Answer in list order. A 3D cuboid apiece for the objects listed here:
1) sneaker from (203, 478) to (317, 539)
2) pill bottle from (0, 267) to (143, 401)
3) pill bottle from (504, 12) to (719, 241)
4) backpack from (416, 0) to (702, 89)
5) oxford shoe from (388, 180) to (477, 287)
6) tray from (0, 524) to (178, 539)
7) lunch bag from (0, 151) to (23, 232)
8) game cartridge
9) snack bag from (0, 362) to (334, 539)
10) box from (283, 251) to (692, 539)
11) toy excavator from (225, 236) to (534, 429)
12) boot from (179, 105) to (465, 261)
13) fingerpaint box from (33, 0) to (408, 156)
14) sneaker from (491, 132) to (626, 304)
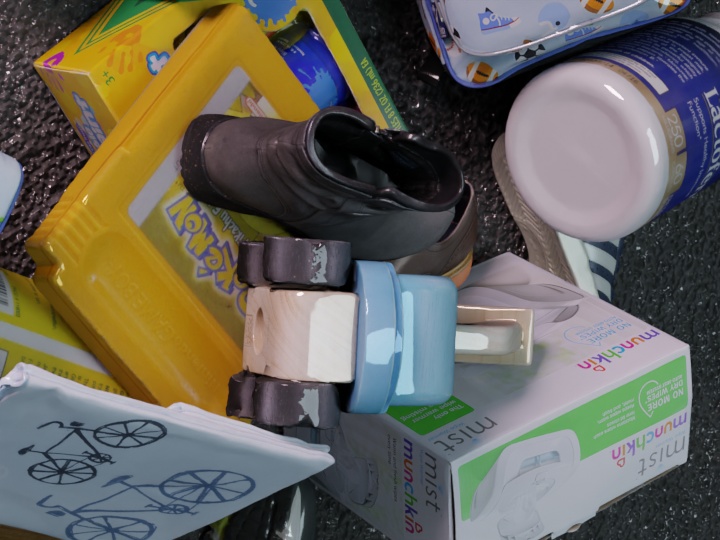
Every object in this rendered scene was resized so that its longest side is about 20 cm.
[{"bbox_3d":[-0.056,0.218,1.304,0.085,0.074,0.200,2,107,-43],"label":"sneaker"},{"bbox_3d":[-0.184,0.065,1.143,0.200,0.112,0.113,23,85,-37],"label":"pill bottle"},{"bbox_3d":[0.192,-0.101,1.324,0.200,0.116,0.116,-29,116,-47],"label":"pill bottle"},{"bbox_3d":[0.102,-0.224,1.259,0.200,0.154,0.191,-20,95,4],"label":"backpack"},{"bbox_3d":[0.000,0.000,1.275,0.200,0.071,0.073,-35,151,-40],"label":"oxford shoe"},{"bbox_3d":[-0.165,0.175,1.188,0.200,0.099,0.037,17,91,-37],"label":"tray"},{"bbox_3d":[-0.264,-0.014,1.013,0.082,0.200,0.161,36,78,-35],"label":"lunch bag"},{"bbox_3d":[-0.080,-0.019,1.140,0.176,0.032,0.200,53,56,-32],"label":"game cartridge"},{"bbox_3d":[-0.147,0.103,1.070,0.200,0.188,0.021,19,57,-36],"label":"snack bag"},{"bbox_3d":[0.079,0.090,1.296,0.200,0.176,0.097,-22,123,-31],"label":"box"},{"bbox_3d":[0.025,0.039,1.144,0.200,0.194,0.100,5,89,-15],"label":"toy excavator"},{"bbox_3d":[0.011,-0.043,1.116,0.200,0.132,0.070,8,85,-44],"label":"boot"},{"bbox_3d":[-0.071,-0.088,1.220,0.167,0.073,0.200,-42,120,-23],"label":"fingerpaint box"},{"bbox_3d":[0.159,-0.017,1.404,0.084,0.075,0.200,-27,115,-27],"label":"sneaker"}]
